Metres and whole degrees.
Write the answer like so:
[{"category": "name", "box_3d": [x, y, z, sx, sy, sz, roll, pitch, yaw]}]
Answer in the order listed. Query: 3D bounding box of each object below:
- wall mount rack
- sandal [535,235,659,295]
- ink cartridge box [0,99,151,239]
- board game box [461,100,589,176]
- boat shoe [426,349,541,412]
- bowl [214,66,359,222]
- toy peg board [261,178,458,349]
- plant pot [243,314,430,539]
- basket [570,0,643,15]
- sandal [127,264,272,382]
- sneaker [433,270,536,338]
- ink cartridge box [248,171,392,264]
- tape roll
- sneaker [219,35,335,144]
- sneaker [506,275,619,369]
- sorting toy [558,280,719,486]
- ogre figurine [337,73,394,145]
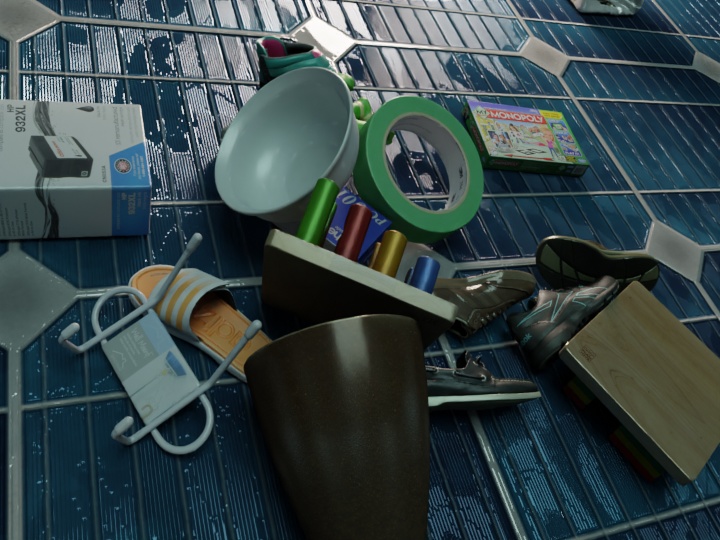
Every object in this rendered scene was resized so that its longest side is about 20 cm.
[{"category": "wall mount rack", "box_3d": [-0.195, 0.070, 0.688, 0.172, 0.075, 0.201, -35, 71, -13]}, {"category": "sandal", "box_3d": [0.338, -0.005, 0.997, 0.195, 0.082, 0.058, 10, 23, -16]}, {"category": "ink cartridge box", "box_3d": [-0.352, -0.119, 0.803, 0.194, 0.085, 0.148, -3, 54, -23]}, {"category": "board game box", "box_3d": [0.279, -0.225, 1.172, 0.194, 0.029, 0.137, 1, 53, -20]}, {"category": "boat shoe", "box_3d": [0.114, 0.125, 0.789, 0.193, 0.075, 0.068, -2, 70, -11]}, {"category": "bowl", "box_3d": [-0.074, -0.136, 0.834, 0.090, 0.198, 0.205, 40, 28, -50]}, {"category": "toy peg board", "box_3d": [0.000, 0.000, 0.749, 0.194, 0.200, 0.100, 22, 70, -2]}, {"category": "plant pot", "box_3d": [-0.006, 0.173, 0.653, 0.182, 0.187, 0.205, -4, 66, -23]}, {"category": "basket", "box_3d": [0.570, -0.719, 1.578, 0.193, 0.203, 0.163, -8, 49, -27]}, {"category": "sandal", "box_3d": [-0.163, 0.045, 0.759, 0.204, 0.060, 0.080, 32, 49, 7]}, {"category": "sneaker", "box_3d": [0.142, 0.050, 0.883, 0.194, 0.071, 0.078, -5, 72, -20]}, {"category": "ink cartridge box", "box_3d": [-0.063, -0.084, 0.913, 0.198, 0.045, 0.094, 37, 51, 10]}, {"category": "tape roll", "box_3d": [0.083, -0.142, 0.968, 0.195, 0.048, 0.207, 11, 67, -26]}, {"category": "sneaker", "box_3d": [-0.120, -0.240, 0.909, 0.195, 0.123, 0.084, -16, 25, 19]}, {"category": "sneaker", "box_3d": [0.273, 0.048, 0.914, 0.198, 0.076, 0.079, -30, 62, -35]}, {"category": "sorting toy", "box_3d": [0.363, 0.144, 0.874, 0.197, 0.070, 0.201, -29, 68, -37]}, {"category": "ogre figurine", "box_3d": [-0.049, -0.249, 1.018, 0.118, 0.098, 0.204, -15, 72, -43]}]
